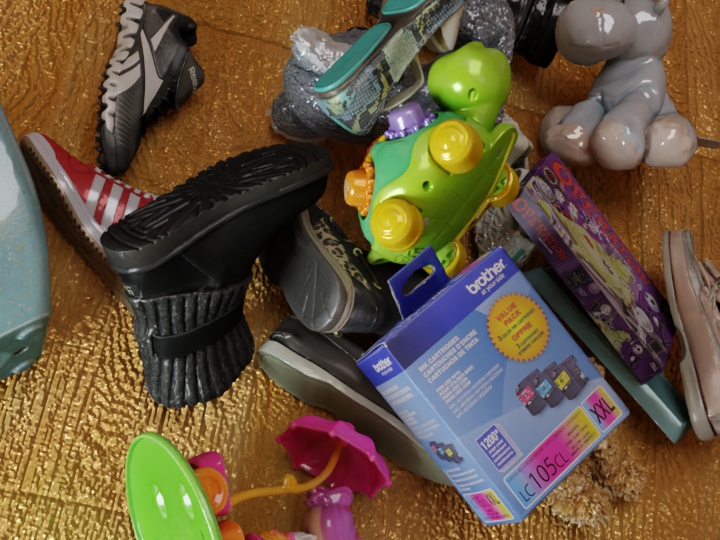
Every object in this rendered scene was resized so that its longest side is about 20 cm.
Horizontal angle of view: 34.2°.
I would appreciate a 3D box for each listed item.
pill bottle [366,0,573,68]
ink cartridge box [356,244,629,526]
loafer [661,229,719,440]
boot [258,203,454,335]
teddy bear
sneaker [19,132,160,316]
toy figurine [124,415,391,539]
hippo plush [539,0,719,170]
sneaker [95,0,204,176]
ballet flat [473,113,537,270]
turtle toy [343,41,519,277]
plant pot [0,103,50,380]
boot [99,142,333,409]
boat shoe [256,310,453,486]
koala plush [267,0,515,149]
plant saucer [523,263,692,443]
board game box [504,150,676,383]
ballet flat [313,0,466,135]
[{"bbox_3d":[0.114,-0.282,1.196,0.198,0.112,0.112,20,57,-3],"label":"pill bottle"},{"bbox_3d":[0.093,0.078,0.914,0.136,0.076,0.200,-38,88,-24],"label":"ink cartridge box"},{"bbox_3d":[0.317,0.052,1.053,0.062,0.072,0.202,-14,62,24],"label":"loafer"},{"bbox_3d":[0.000,0.000,1.019,0.150,0.074,0.200,16,21,-30],"label":"boot"},{"bbox_3d":[0.166,0.124,1.003,0.144,0.067,0.201,-9,64,-23],"label":"teddy bear"},{"bbox_3d":[-0.197,-0.057,1.005,0.112,0.071,0.200,-37,83,-25],"label":"sneaker"},{"bbox_3d":[-0.055,0.192,0.881,0.183,0.150,0.202,-16,87,-33],"label":"toy figurine"},{"bbox_3d":[0.267,-0.189,1.124,0.198,0.159,0.162,-6,105,-15],"label":"hippo plush"},{"bbox_3d":[-0.191,-0.171,1.076,0.090,0.067,0.201,9,57,-7],"label":"sneaker"},{"bbox_3d":[0.143,-0.090,1.120,0.071,0.072,0.201,4,60,-13],"label":"ballet flat"},{"bbox_3d":[0.062,-0.090,0.950,0.101,0.146,0.201,38,94,26],"label":"turtle toy"},{"bbox_3d":[-0.334,-0.005,0.875,0.195,0.196,0.201,-27,79,-27],"label":"plant pot"},{"bbox_3d":[-0.100,0.001,0.944,0.210,0.159,0.079,-29,33,-20],"label":"boot"},{"bbox_3d":[0.011,0.103,0.969,0.200,0.072,0.061,33,62,8],"label":"boat shoe"},{"bbox_3d":[0.019,-0.158,1.069,0.198,0.177,0.185,12,68,-13],"label":"koala plush"},{"bbox_3d":[0.229,0.068,1.060,0.200,0.019,0.070,49,25,15],"label":"plant saucer"},{"bbox_3d":[0.211,-0.007,1.050,0.200,0.032,0.120,52,26,-4],"label":"board game box"},{"bbox_3d":[0.040,-0.192,0.975,0.074,0.074,0.200,39,77,9],"label":"ballet flat"}]
